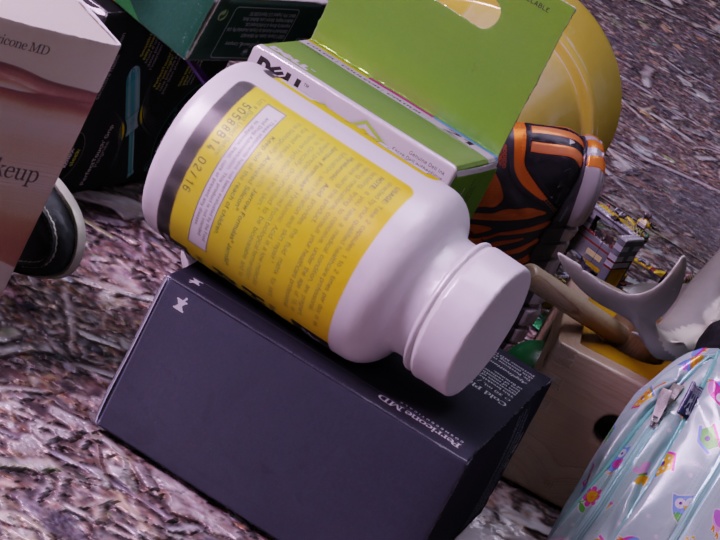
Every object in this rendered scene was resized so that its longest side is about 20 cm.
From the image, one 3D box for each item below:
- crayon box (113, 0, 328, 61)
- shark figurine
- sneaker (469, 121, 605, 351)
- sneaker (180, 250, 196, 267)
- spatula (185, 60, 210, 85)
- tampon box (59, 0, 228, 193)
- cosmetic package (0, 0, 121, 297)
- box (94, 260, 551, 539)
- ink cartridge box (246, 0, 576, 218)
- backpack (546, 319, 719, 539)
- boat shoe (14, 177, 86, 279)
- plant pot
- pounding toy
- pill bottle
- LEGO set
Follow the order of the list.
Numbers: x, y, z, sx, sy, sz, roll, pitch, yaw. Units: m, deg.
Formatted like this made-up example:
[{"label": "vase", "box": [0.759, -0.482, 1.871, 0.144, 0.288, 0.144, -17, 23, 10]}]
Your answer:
[{"label": "crayon box", "box": [-0.131, -0.209, 1.630, 0.200, 0.052, 0.126, 42, 24, 24]}, {"label": "shark figurine", "box": [0.193, 0.019, 1.559, 0.089, 0.128, 0.214, 21, 26, 32]}, {"label": "sneaker", "box": [0.078, -0.026, 1.689, 0.112, 0.200, 0.078, 13, 36, -15]}, {"label": "sneaker", "box": [-0.054, 0.003, 1.580, 0.200, 0.066, 0.091, 39, -22, 36]}, {"label": "spatula", "box": [-0.088, -0.074, 1.656, 0.021, 0.200, 0.057, -20, 26, -4]}, {"label": "tampon box", "box": [-0.193, -0.149, 1.692, 0.126, 0.150, 0.200, 36, 22, 18]}, {"label": "cosmetic package", "box": [-0.226, -0.067, 1.380, 0.103, 0.200, 0.087, 10, 26, -40]}, {"label": "box", "box": [-0.018, 0.075, 1.444, 0.200, 0.104, 0.182, 31, 19, 11]}, {"label": "ink cartridge box", "box": [0.010, -0.098, 1.459, 0.148, 0.200, 0.076, 33, 20, 17]}, {"label": "backpack", "box": [0.194, 0.133, 1.464, 0.126, 0.200, 0.167, 30, -18, 18]}, {"label": "boat shoe", "box": [-0.248, -0.053, 1.505, 0.199, 0.075, 0.066, 39, 25, 29]}, {"label": "plant pot", "box": [0.076, -0.112, 1.920, 0.201, 0.201, 0.189, 31, 37, 9]}, {"label": "pounding toy", "box": [0.169, 0.074, 1.630, 0.200, 0.142, 0.184, 28, 20, -1]}, {"label": "pill bottle", "box": [-0.011, -0.019, 1.369, 0.200, 0.111, 0.111, 33, 21, 16]}, {"label": "LEGO set", "box": [0.218, 0.017, 1.866, 0.154, 0.116, 0.200, 4, 31, -48]}]
